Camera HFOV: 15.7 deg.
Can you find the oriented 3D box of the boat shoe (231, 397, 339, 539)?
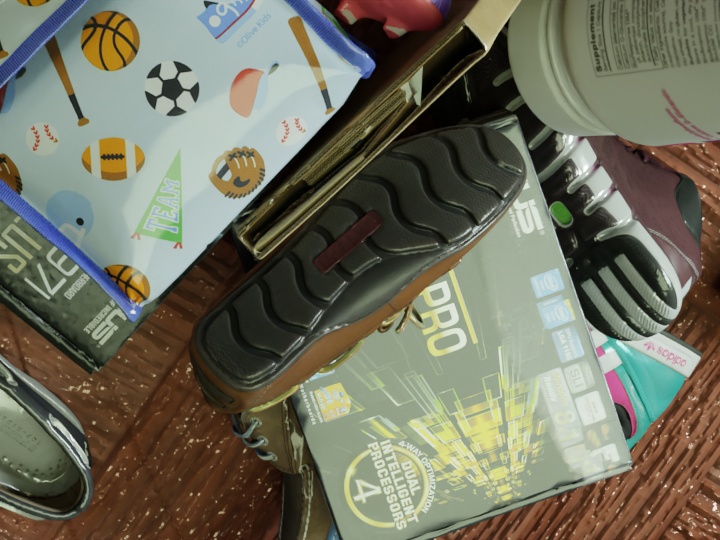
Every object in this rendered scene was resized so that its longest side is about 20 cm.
[{"bbox_3d":[-0.034,0.072,1.431,0.072,0.072,0.200,5,100,-16],"label":"boat shoe"}]

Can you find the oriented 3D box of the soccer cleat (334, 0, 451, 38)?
[{"bbox_3d":[-0.021,-0.180,1.259,0.076,0.200,0.067,-49,143,-10],"label":"soccer cleat"}]

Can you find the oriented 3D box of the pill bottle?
[{"bbox_3d":[0.173,-0.120,1.286,0.113,0.200,0.114,1,88,-38],"label":"pill bottle"}]

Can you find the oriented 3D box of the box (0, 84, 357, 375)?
[{"bbox_3d":[-0.132,-0.079,1.309,0.164,0.086,0.200,42,94,-22],"label":"box"}]

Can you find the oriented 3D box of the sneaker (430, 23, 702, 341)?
[{"bbox_3d":[0.119,-0.060,1.429,0.076,0.116,0.200,-33,89,33],"label":"sneaker"}]

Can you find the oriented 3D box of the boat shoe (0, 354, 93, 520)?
[{"bbox_3d":[-0.219,0.066,1.363,0.074,0.060,0.200,-46,118,4],"label":"boat shoe"}]

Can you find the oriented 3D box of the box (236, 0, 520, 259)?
[{"bbox_3d":[0.026,-0.097,1.283,0.021,0.200,0.163,45,118,-5],"label":"box"}]

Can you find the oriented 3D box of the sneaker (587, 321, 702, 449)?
[{"bbox_3d":[0.084,0.055,1.456,0.200,0.084,0.121,26,94,-25],"label":"sneaker"}]

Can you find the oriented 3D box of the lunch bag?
[{"bbox_3d":[-0.119,-0.105,1.197,0.200,0.124,0.170,45,93,-5],"label":"lunch bag"}]

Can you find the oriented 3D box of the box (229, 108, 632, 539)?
[{"bbox_3d":[0.036,0.035,1.368,0.161,0.049,0.200,-19,98,-2],"label":"box"}]

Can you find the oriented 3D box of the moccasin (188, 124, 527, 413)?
[{"bbox_3d":[0.001,0.001,1.302,0.074,0.078,0.201,42,74,10],"label":"moccasin"}]
